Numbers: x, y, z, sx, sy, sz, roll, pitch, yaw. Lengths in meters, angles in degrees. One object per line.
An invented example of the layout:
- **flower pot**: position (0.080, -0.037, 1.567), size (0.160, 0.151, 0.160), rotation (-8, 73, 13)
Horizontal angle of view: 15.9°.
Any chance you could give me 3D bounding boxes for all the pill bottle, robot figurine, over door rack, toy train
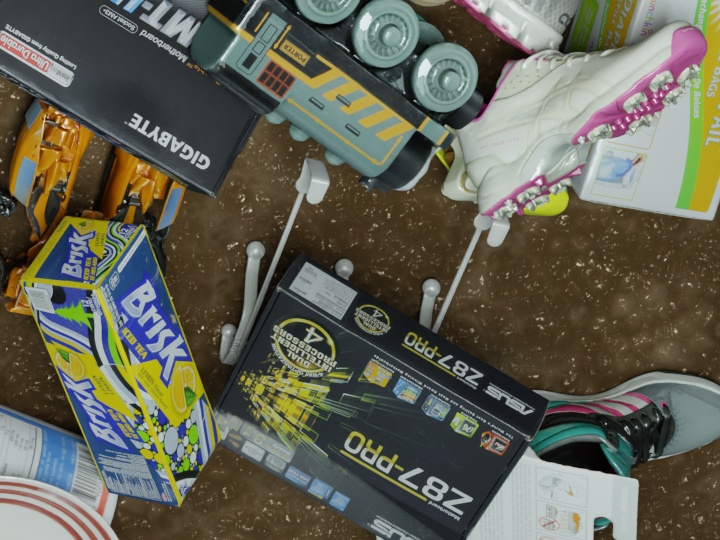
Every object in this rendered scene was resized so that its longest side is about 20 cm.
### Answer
- **pill bottle**: position (-0.278, 0.142, 1.791), size (0.199, 0.112, 0.112), rotation (24, 109, -21)
- **robot figurine**: position (-0.186, -0.045, 1.744), size (0.144, 0.058, 0.201), rotation (10, 114, -21)
- **over door rack**: position (0.000, 0.000, 1.796), size (0.147, 0.067, 0.200), rotation (11, 135, -18)
- **toy train**: position (-0.014, -0.133, 1.654), size (0.200, 0.085, 0.114), rotation (35, 95, -30)

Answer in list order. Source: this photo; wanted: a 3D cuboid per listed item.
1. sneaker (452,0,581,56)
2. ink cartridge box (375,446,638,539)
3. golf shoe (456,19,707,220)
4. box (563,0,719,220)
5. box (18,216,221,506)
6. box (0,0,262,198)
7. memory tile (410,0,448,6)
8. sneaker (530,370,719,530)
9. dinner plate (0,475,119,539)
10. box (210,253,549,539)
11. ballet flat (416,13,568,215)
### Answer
- **sneaker**: position (0.076, -0.226, 1.707), size (0.200, 0.074, 0.088), rotation (38, 90, -19)
- **ink cartridge box**: position (0.105, 0.162, 1.847), size (0.199, 0.047, 0.160), rotation (12, 139, 15)
- **golf shoe**: position (0.135, -0.114, 1.676), size (0.200, 0.092, 0.075), rotation (-37, 162, 32)
- **box**: position (0.207, -0.152, 1.749), size (0.101, 0.113, 0.201), rotation (8, 113, -17)
- **box**: position (-0.158, 0.061, 1.727), size (0.064, 0.070, 0.201), rotation (7, 134, 26)
- **box**: position (-0.131, -0.180, 1.657), size (0.200, 0.050, 0.199), rotation (32, 83, -25)
- **memory tile**: position (0.046, -0.286, 1.648), size (0.153, 0.017, 0.200), rotation (-36, 101, -11)
- **sneaker**: position (0.190, 0.131, 1.885), size (0.199, 0.121, 0.084), rotation (-6, 118, -10)
- **dinner plate**: position (-0.256, 0.223, 1.760), size (0.199, 0.024, 0.201), rotation (-6, 118, -10)
- **box**: position (0.008, 0.099, 1.765), size (0.200, 0.049, 0.161), rotation (31, 134, 1)
- **ballet flat**: position (0.065, -0.090, 1.770), size (0.067, 0.067, 0.200), rotation (-15, 127, 45)
